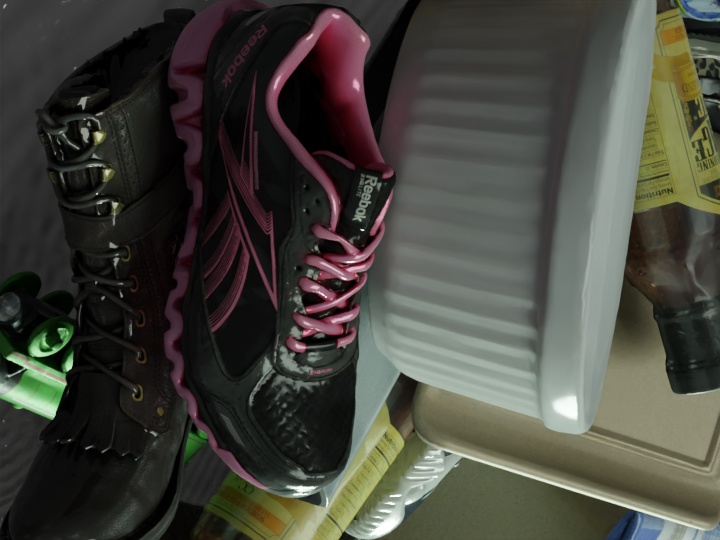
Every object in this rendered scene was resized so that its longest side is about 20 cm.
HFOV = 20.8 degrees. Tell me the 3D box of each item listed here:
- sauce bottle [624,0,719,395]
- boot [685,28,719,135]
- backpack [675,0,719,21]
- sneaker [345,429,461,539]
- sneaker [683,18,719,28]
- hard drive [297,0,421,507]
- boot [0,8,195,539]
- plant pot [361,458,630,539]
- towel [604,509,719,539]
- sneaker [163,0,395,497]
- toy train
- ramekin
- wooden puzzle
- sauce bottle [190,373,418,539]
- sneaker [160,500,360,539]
[{"bbox_3d":[0.146,-0.040,0.957,0.066,0.066,0.201,-25,102,-41],"label":"sauce bottle"},{"bbox_3d":[0.166,-0.052,1.061,0.203,0.073,0.154,-4,95,-18],"label":"boot"},{"bbox_3d":[0.197,-0.201,1.014,0.199,0.154,0.164,-8,121,-35],"label":"backpack"},{"bbox_3d":[0.078,0.077,1.093,0.129,0.079,0.200,30,89,-35],"label":"sneaker"},{"bbox_3d":[0.158,-0.067,1.160,0.200,0.079,0.095,-42,172,-9],"label":"sneaker"},{"bbox_3d":[0.003,-0.010,0.913,0.200,0.033,0.140,-60,152,-31],"label":"hard drive"},{"bbox_3d":[-0.106,0.005,0.797,0.200,0.069,0.175,-62,151,-49],"label":"boot"},{"bbox_3d":[0.109,0.156,1.226,0.199,0.177,0.201,-12,131,-50],"label":"plant pot"},{"bbox_3d":[0.160,0.207,1.148,0.147,0.024,0.200,-57,150,7],"label":"towel"},{"bbox_3d":[-0.023,-0.012,0.761,0.079,0.095,0.201,-5,89,-41],"label":"sneaker"},{"bbox_3d":[-0.122,0.053,0.914,0.056,0.042,0.200,-43,152,5],"label":"toy train"},{"bbox_3d":[0.065,-0.035,0.836,0.202,0.094,0.203,8,90,-79],"label":"ramekin"},{"bbox_3d":[0.129,0.014,1.003,0.184,0.037,0.201,19,83,-21],"label":"wooden puzzle"},{"bbox_3d":[-0.007,0.074,1.001,0.200,0.066,0.066,-56,153,-16],"label":"sauce bottle"},{"bbox_3d":[-0.090,0.170,1.056,0.200,0.073,0.085,0,140,-46],"label":"sneaker"}]
